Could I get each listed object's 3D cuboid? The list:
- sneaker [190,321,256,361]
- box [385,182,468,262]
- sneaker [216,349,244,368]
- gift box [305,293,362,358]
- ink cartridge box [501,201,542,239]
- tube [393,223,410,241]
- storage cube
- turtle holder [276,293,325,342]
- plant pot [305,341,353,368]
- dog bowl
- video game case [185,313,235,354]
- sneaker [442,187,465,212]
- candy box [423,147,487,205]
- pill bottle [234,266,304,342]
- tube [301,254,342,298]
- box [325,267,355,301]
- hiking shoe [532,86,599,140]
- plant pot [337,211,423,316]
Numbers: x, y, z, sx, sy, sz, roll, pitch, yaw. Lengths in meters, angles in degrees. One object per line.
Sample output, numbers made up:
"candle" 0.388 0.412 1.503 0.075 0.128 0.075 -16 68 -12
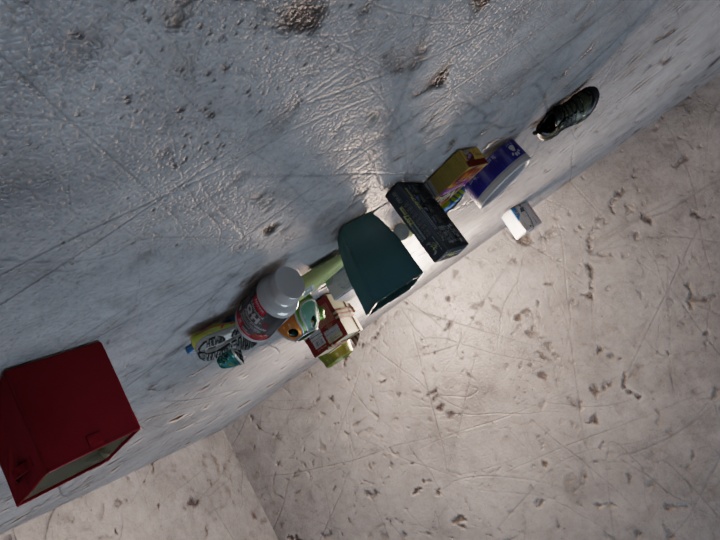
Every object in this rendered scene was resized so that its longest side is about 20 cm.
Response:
"sneaker" -0.335 0.156 1.376 0.196 0.089 0.081 -11 115 -44
"box" 0.161 -0.120 1.317 0.051 0.202 0.156 -42 166 27
"sneaker" -0.401 0.267 1.683 0.077 0.080 0.201 -19 165 -20
"gift box" -0.109 0.208 1.976 0.181 0.205 0.186 -30 172 17
"ink cartridge box" 0.864 -0.270 2.950 0.197 0.149 0.086 -24 166 -42
"tube" 0.135 -0.109 1.717 0.056 0.054 0.200 10 179 7
"storage cube" -0.530 0.265 0.971 0.170 0.183 0.198 -39 167 34
"turtle holder" -0.180 0.129 1.568 0.139 0.134 0.186 -33 169 -1
"plant pot" -0.127 0.270 2.188 0.197 0.196 0.201 -31 169 -7
"dog bowl" 0.397 -0.279 1.602 0.199 0.079 0.200 -41 170 -8
"video game case" -0.359 0.161 1.481 0.197 0.018 0.143 -35 169 4
"sneaker" 0.228 -0.178 1.618 0.197 0.072 0.083 -38 163 5
"candy box" 0.226 -0.230 1.431 0.115 0.057 0.199 -22 166 -49
"pill bottle" -0.212 0.078 1.303 0.109 0.113 0.200 -21 164 -47
"tube" -0.100 0.005 1.476 0.197 0.053 0.058 -34 -148 -20
"box" 0.000 0.000 1.644 0.197 0.098 0.176 -35 169 10
"hiking shoe" 0.575 -0.433 1.536 0.199 0.077 0.100 -39 171 31
"plant pot" 0.032 -0.025 1.344 0.138 0.204 0.142 -28 168 -17
